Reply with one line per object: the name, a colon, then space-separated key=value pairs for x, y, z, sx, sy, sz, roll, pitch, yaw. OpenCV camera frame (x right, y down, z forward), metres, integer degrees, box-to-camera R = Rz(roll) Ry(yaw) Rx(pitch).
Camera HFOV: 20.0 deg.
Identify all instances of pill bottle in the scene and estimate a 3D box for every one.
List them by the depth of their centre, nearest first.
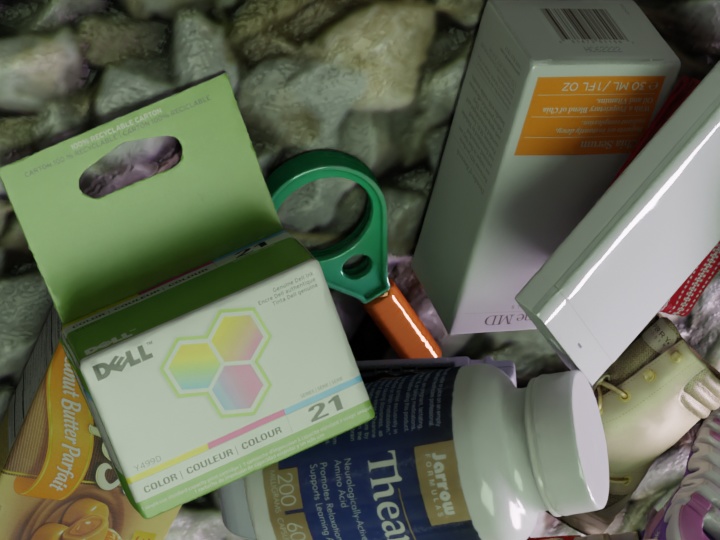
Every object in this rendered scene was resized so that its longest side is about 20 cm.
pill bottle: x=0.040 y=0.116 z=1.205 sx=0.199 sy=0.111 sz=0.111 roll=-12 pitch=138 yaw=17

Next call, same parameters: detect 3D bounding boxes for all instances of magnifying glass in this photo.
magnifying glass: x=0.000 y=0.000 z=1.265 sx=0.079 sy=0.022 sz=0.200 roll=-32 pitch=135 yaw=4

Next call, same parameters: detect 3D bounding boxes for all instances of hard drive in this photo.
hard drive: x=0.177 y=-0.033 z=1.176 sx=0.200 sy=0.026 sz=0.132 roll=-48 pitch=152 yaw=-2

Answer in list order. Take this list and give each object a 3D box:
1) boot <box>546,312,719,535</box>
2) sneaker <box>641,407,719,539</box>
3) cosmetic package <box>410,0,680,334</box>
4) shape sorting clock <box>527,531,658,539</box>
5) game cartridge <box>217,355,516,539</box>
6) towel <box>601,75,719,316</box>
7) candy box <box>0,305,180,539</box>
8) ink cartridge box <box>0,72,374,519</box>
boot: x=0.148 y=0.084 z=1.371 sx=0.200 sy=0.073 sz=0.155 roll=35 pitch=106 yaw=-35
sneaker: x=0.242 y=0.171 z=1.436 sx=0.080 sy=0.200 sz=0.089 roll=40 pitch=127 yaw=3
cosmetic package: x=0.107 y=-0.061 z=1.224 sx=0.101 sy=0.071 sz=0.200 roll=-3 pitch=131 yaw=-22
shape sorting clock: x=0.098 y=0.191 z=1.350 sx=0.199 sy=0.039 sz=0.200 roll=-6 pitch=167 yaw=-1
game cartridge: x=0.004 y=0.120 z=1.306 sx=0.199 sy=0.041 sz=0.133 roll=-3 pitch=127 yaw=6
towel: x=0.201 y=-0.038 z=1.253 sx=0.145 sy=0.022 sz=0.200 roll=-57 pitch=151 yaw=12
candy box: x=-0.160 y=0.107 z=1.251 sx=0.115 sy=0.055 sz=0.200 roll=16 pitch=121 yaw=-20
ink cartridge box: x=-0.098 y=0.014 z=1.138 sx=0.147 sy=0.076 sz=0.201 roll=-24 pitch=111 yaw=-9
